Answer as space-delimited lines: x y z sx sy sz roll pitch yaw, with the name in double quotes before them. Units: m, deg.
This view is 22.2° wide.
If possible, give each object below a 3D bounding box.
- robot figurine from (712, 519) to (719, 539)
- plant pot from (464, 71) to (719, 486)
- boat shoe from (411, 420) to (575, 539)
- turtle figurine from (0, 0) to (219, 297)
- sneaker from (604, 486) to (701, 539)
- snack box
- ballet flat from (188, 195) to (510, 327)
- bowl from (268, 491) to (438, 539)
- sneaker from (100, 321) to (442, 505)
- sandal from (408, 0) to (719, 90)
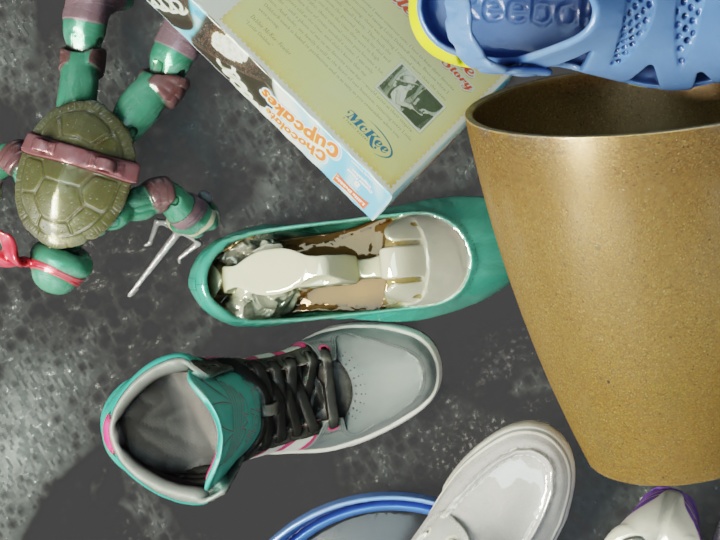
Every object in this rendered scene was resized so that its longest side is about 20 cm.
"robot figurine" 0.286 0.178 0.986 0.199 0.125 0.151 25 96 0
"plant pot" 0.158 0.004 0.968 0.186 0.186 0.201 -6 105 6
"boat shoe" 0.047 0.170 1.000 0.072 0.069 0.200 42 98 0
"turtle figurine" -0.148 -0.058 1.025 0.149 0.101 0.201 19 89 -4
"sneaker" 0.164 0.215 1.033 0.080 0.083 0.201 16 113 13
"snack box" -0.025 -0.137 1.002 0.200 0.037 0.116 45 60 0
"ballet flat" 0.000 0.000 1.026 0.199 0.070 0.068 -8 94 6
"bowl" 0.020 0.224 1.063 0.200 0.039 0.202 1 96 6
"sneaker" -0.055 0.075 1.014 0.199 0.121 0.084 -13 94 6
"sandal" 0.118 -0.125 0.907 0.199 0.087 0.080 -2 99 10
